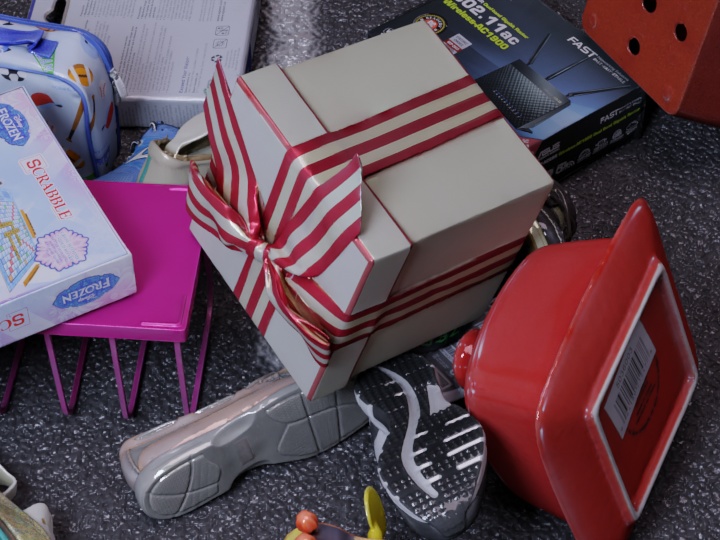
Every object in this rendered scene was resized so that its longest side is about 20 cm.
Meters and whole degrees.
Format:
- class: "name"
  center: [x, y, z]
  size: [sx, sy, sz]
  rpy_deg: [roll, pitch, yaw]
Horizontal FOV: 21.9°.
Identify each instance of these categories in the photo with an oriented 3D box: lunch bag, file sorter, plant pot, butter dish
- class: "lunch bag"
  center: [-0.283, -0.137, 1.477]
  size: [0.198, 0.161, 0.076]
  rpy_deg: [10, 48, 10]
- class: "file sorter"
  center: [-0.210, 0.026, 1.350]
  size: [0.197, 0.126, 0.140]
  rpy_deg: [3, 47, 3]
- class: "plant pot"
  center: [0.299, -0.230, 1.511]
  size: [0.175, 0.201, 0.200]
  rpy_deg: [-13, 47, -31]
- class: "butter dish"
  center: [0.131, 0.073, 1.273]
  size: [0.146, 0.200, 0.201]
  rpy_deg: [10, 55, 31]

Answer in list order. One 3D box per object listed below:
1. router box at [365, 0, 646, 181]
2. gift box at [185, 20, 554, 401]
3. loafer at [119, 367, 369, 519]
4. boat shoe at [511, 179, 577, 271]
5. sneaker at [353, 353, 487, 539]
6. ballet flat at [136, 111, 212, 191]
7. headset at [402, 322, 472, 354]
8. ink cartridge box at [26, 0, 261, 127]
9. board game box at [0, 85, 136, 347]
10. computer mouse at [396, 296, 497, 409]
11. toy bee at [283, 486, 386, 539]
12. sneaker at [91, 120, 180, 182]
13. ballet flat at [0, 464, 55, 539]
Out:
- class: "router box"
  center: [0.119, -0.157, 1.562]
  size: [0.149, 0.063, 0.200]
  rpy_deg: [-29, 54, -26]
- class: "gift box"
  center: [-0.006, -0.053, 1.248]
  size: [0.186, 0.201, 0.185]
  rpy_deg: [-24, 59, -31]
- class: "loafer"
  center: [-0.078, 0.105, 1.321]
  size: [0.198, 0.072, 0.063]
  rpy_deg: [-25, 44, -17]
- class: "boat shoe"
  center: [0.129, -0.040, 1.388]
  size: [0.064, 0.074, 0.200]
  rpy_deg: [-21, 12, -3]
- class: "sneaker"
  center: [0.048, 0.128, 1.234]
  size: [0.073, 0.081, 0.200]
  rpy_deg: [-17, 23, -1]
- class: "ballet flat"
  center: [-0.084, -0.101, 1.417]
  size: [0.199, 0.070, 0.069]
  rpy_deg: [-25, 51, -36]
- class: "headset"
  center: [0.000, 0.000, 1.397]
  size: [0.123, 0.095, 0.200]
  rpy_deg: [-28, 53, -33]
- class: "ink cartridge box"
  center: [-0.190, -0.205, 1.621]
  size: [0.197, 0.044, 0.198]
  rpy_deg: [2, 49, 5]
- class: "board game box"
  center: [-0.284, -0.024, 1.283]
  size: [0.198, 0.041, 0.200]
  rpy_deg: [-22, 50, -18]
- class: "computer mouse"
  center: [0.105, 0.055, 1.382]
  size: [0.199, 0.044, 0.110]
  rpy_deg: [-24, 48, -24]
- class: "toy bee"
  center: [-0.010, 0.204, 1.201]
  size: [0.198, 0.109, 0.132]
  rpy_deg: [-16, 50, -15]
- class: "sneaker"
  center: [-0.166, -0.064, 1.469]
  size: [0.198, 0.079, 0.089]
  rpy_deg: [-16, 52, -25]
- class: "ballet flat"
  center: [-0.249, 0.169, 1.265]
  size: [0.199, 0.071, 0.070]
  rpy_deg: [36, 57, 28]
